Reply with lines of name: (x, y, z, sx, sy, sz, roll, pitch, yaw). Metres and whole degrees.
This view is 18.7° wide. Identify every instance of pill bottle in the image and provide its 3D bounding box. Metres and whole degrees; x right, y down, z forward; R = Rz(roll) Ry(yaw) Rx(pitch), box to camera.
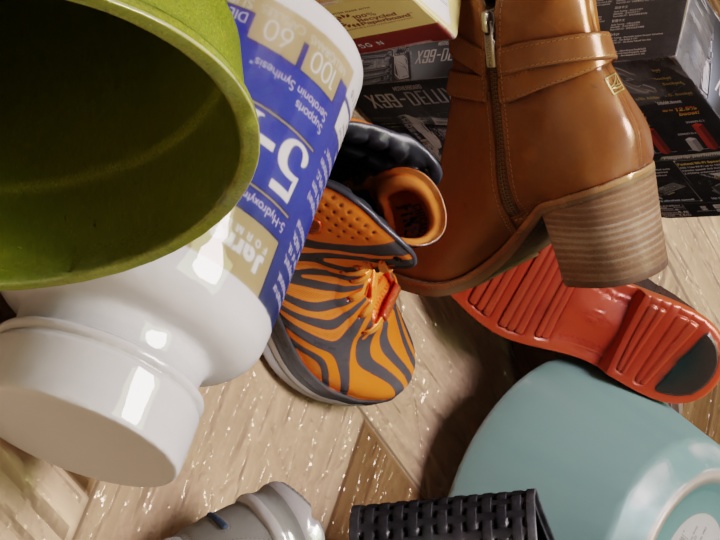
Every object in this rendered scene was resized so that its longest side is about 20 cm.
pill bottle: (-0.083, -0.019, 0.905, 0.120, 0.120, 0.200, 46, 55, -46)

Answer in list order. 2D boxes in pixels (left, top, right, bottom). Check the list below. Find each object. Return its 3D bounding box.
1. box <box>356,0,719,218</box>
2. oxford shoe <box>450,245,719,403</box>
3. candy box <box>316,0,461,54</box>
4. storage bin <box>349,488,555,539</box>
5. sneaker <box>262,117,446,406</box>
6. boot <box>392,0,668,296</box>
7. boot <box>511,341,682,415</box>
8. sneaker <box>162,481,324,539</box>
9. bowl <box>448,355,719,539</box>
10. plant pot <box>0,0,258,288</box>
box: (0.113, -0.083, 1.170, 0.158, 0.200, 0.050, 43, 54, -46)
oxford shoe: (0.109, 0.009, 1.229, 0.200, 0.071, 0.073, 32, 10, -9)
candy box: (-0.004, -0.204, 1.080, 0.055, 0.115, 0.200, 37, 54, -51)
storage bin: (0.053, 0.218, 1.060, 0.135, 0.094, 0.200, 65, 21, -66)
sneaker: (0.000, 0.000, 1.052, 0.200, 0.112, 0.078, 49, 45, -43)
boot: (0.062, -0.071, 1.087, 0.074, 0.200, 0.155, -29, 108, -43)
boot: (0.154, 0.053, 1.345, 0.146, 0.070, 0.200, -4, 93, -61)
sneaker: (-0.055, 0.196, 0.991, 0.082, 0.075, 0.200, -13, 104, -23)
bowl: (0.144, 0.155, 1.215, 0.201, 0.105, 0.201, -15, 112, -44)
plant pot: (-0.138, -0.125, 0.780, 0.200, 0.200, 0.193, 37, 43, -50)
